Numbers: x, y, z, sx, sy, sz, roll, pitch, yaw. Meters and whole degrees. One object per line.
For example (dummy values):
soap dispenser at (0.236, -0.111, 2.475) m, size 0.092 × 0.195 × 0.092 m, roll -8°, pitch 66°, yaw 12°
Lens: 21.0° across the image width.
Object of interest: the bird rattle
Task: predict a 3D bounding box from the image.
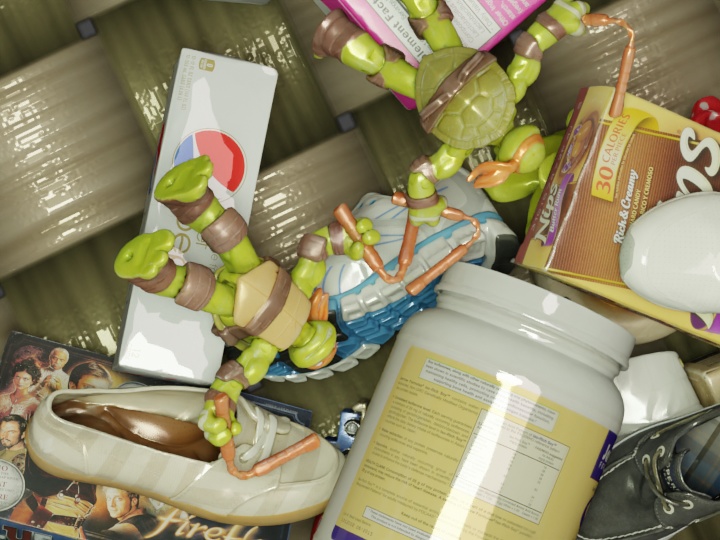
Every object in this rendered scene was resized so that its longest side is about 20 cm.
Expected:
bird rattle at (0.178, -0.034, 1.253) m, size 0.199 × 0.113 × 0.164 m, roll 2°, pitch 104°, yaw -18°

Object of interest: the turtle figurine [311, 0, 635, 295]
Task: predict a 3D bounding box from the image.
turtle figurine at (0.047, -0.098, 1.115) m, size 0.161 × 0.064 × 0.200 m, roll 43°, pitch 106°, yaw 15°

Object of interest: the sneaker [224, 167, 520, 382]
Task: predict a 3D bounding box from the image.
sneaker at (0.000, 0.000, 1.240) m, size 0.200 × 0.075 × 0.087 m, roll -26°, pitch 56°, yaw 6°

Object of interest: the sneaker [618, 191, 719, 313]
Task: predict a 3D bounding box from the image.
sneaker at (0.246, -0.004, 1.112) m, size 0.200 × 0.080 × 0.071 m, roll 4°, pitch 96°, yaw -16°

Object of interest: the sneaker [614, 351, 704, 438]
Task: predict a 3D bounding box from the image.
sneaker at (0.131, 0.124, 1.256) m, size 0.200 × 0.074 × 0.116 m, roll -25°, pitch 72°, yaw 9°

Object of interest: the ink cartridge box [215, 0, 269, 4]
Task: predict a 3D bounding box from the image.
ink cartridge box at (-0.104, -0.273, 1.211) m, size 0.116 × 0.068 × 0.201 m, roll 4°, pitch 91°, yaw -6°

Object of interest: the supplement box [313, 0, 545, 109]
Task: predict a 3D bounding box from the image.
supplement box at (0.077, -0.203, 1.214) m, size 0.200 × 0.101 × 0.103 m, roll -40°, pitch 95°, yaw -2°

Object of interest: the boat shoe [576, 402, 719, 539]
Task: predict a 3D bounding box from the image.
boat shoe at (0.202, 0.117, 1.155) m, size 0.200 × 0.066 × 0.070 m, roll -24°, pitch 82°, yaw 19°

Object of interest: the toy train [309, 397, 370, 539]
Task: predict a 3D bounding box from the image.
toy train at (-0.011, 0.175, 1.257) m, size 0.046 × 0.034 × 0.201 m, roll 9°, pitch 92°, yaw 7°

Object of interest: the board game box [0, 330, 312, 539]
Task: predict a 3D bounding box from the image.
board game box at (-0.138, 0.123, 1.201) m, size 0.199 × 0.035 × 0.136 m, roll 15°, pitch 49°, yaw -6°

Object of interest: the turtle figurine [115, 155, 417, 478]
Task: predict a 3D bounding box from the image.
turtle figurine at (-0.058, 0.006, 1.138) m, size 0.161 × 0.064 × 0.200 m, roll 43°, pitch 76°, yaw -32°

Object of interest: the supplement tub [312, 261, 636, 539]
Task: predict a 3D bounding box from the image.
supplement tub at (0.070, 0.110, 1.156) m, size 0.145 × 0.145 × 0.201 m, roll 24°, pitch 85°, yaw -6°

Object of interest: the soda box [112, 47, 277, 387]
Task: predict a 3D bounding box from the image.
soda box at (-0.103, -0.031, 1.207) m, size 0.063 × 0.068 × 0.201 m, roll 11°, pitch 83°, yaw -9°

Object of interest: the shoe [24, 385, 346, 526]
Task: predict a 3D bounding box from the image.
shoe at (-0.100, 0.107, 1.168) m, size 0.199 × 0.053 × 0.070 m, roll 10°, pitch 50°, yaw -11°

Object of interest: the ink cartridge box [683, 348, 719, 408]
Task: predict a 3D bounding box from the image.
ink cartridge box at (0.321, 0.123, 1.263) m, size 0.164 × 0.075 × 0.201 m, roll -22°, pitch 93°, yaw -5°

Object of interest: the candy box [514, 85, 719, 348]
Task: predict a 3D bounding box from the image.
candy box at (0.205, -0.020, 1.167) m, size 0.199 × 0.056 × 0.117 m, roll 21°, pitch 89°, yaw -16°
